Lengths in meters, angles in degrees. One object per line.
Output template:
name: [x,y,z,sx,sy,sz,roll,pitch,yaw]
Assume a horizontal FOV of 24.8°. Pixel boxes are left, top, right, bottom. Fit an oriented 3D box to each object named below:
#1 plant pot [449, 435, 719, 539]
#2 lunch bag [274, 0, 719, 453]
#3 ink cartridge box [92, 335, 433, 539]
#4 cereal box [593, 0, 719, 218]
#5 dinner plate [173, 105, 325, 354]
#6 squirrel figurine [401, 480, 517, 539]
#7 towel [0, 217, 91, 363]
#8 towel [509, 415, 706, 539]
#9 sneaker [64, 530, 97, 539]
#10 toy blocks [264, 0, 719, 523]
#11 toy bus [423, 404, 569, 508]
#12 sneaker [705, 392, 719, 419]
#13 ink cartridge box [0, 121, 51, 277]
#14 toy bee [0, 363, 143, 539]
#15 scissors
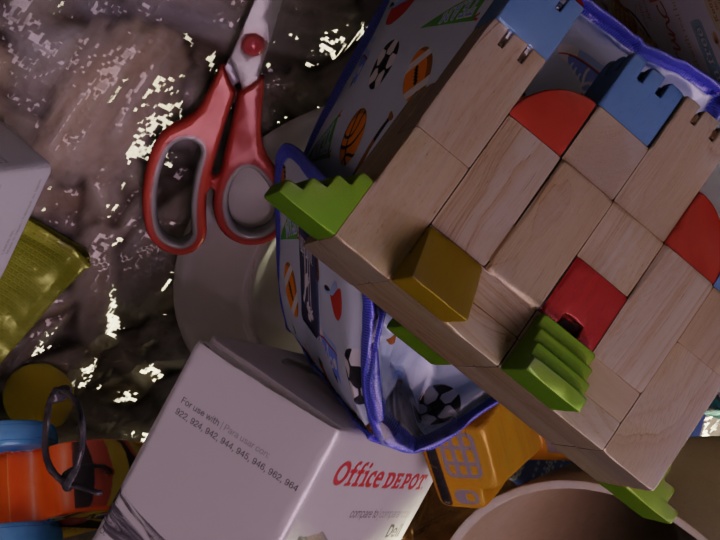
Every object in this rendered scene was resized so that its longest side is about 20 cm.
plant pot: [0.166,0.164,0.847,0.200,0.187,0.188,-23,141,-54]
lunch bag: [0.037,-0.032,0.730,0.124,0.170,0.201,27,97,-21]
ink cartridge box: [-0.058,0.142,0.761,0.201,0.084,0.145,-61,157,4]
cereal box: [0.155,-0.090,0.726,0.039,0.200,0.144,-26,98,-10]
dinner plate: [0.000,0.000,0.866,0.199,0.024,0.201,-13,128,-17]
squirrel figurine: [0.011,0.170,0.910,0.187,0.142,0.200,-48,145,4]
towel: [-0.224,0.047,0.801,0.200,0.018,0.086,-47,130,12]
towel: [0.134,0.080,0.934,0.200,0.024,0.145,43,60,-39]
sneaker: [-0.115,0.173,0.895,0.200,0.074,0.118,-37,127,26]
toy blocks: [0.081,-0.018,0.616,0.200,0.100,0.137,39,78,-11]
toy bus: [0.099,0.035,0.807,0.200,0.078,0.065,-47,128,-48]
sneaker: [0.213,0.055,0.947,0.200,0.079,0.078,29,74,-63]
ink cartridge box: [-0.228,0.018,0.674,0.200,0.057,0.163,-10,133,-61]
toy bee: [-0.142,0.116,0.802,0.108,0.200,0.132,9,88,-37]
scissors: [-0.061,-0.097,0.770,0.073,0.014,0.201,5,117,-8]
